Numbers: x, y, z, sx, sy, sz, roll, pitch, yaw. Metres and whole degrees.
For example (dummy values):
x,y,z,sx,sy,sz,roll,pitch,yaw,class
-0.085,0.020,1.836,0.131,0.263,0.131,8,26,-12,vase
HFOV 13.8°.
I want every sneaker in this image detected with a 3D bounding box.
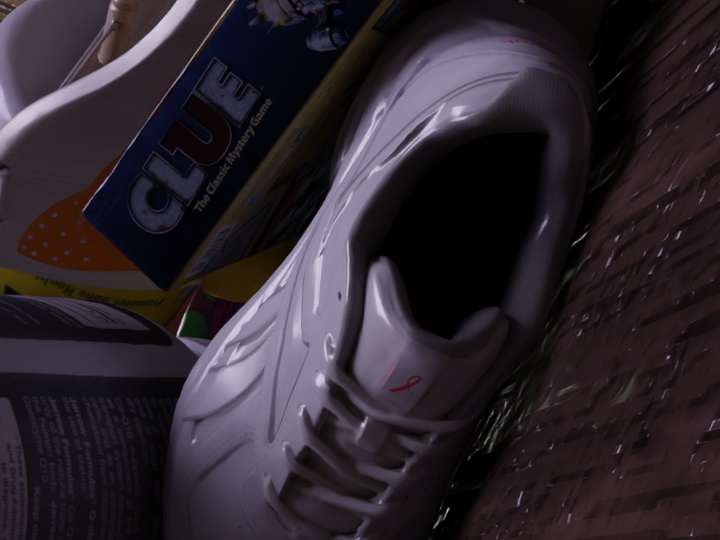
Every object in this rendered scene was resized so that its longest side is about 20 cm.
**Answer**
x,y,z,sx,sy,sz,roll,pitch,yaw,class
0.001,0.026,0.762,0.099,0.078,0.200,-106,37,-78,sneaker

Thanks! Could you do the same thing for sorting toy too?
x,y,z,sx,sy,sz,roll,pitch,yaw,class
-0.030,-0.103,0.987,0.180,0.107,0.200,-65,-2,40,sorting toy

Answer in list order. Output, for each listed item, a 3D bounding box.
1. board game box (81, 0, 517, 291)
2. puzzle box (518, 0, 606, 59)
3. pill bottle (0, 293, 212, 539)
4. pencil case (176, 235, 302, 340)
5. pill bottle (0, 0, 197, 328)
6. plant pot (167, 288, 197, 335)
x,y,z,sx,sy,sz,roll,pitch,yaw,class
0.017,-0.089,0.824,0.200,0.035,0.135,-52,-11,22,board game box
0.039,-0.033,0.929,0.133,0.025,0.200,119,172,-56,puzzle box
-0.104,0.064,0.837,0.200,0.116,0.117,6,-71,-58,pill bottle
-0.040,0.037,1.158,0.092,0.085,0.200,46,-126,-45,pencil case
-0.127,-0.001,1.124,0.200,0.114,0.114,-52,13,39,pill bottle
-0.056,-0.087,1.309,0.200,0.176,0.200,-82,14,-54,plant pot
